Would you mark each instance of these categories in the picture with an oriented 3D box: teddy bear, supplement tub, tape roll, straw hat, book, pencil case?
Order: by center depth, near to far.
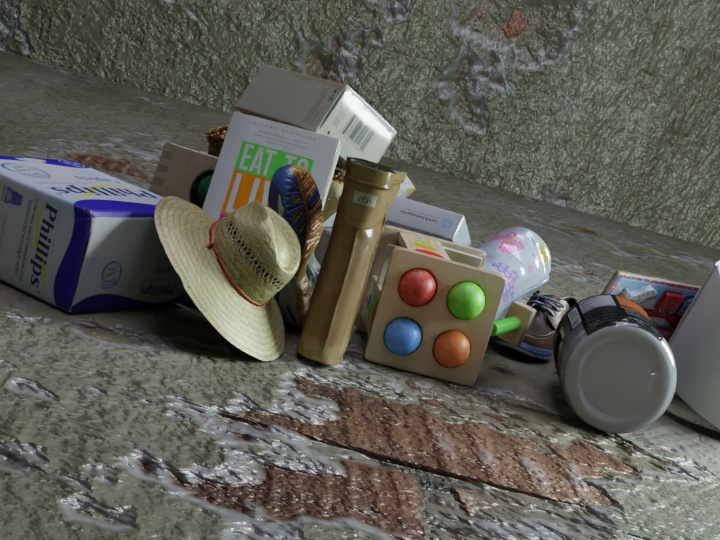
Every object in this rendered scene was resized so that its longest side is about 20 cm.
[{"bbox_3d":[-0.106,-0.016,1.372,0.201,0.085,0.202,46,19,-21],"label":"straw hat"},{"bbox_3d":[0.274,0.096,1.525,0.121,0.124,0.200,16,10,2],"label":"supplement tub"},{"bbox_3d":[-0.113,-0.068,1.595,0.132,0.202,0.048,15,-10,2],"label":"book"},{"bbox_3d":[0.470,0.099,1.622,0.201,0.140,0.203,21,25,-10],"label":"tape roll"},{"bbox_3d":[0.158,0.017,1.701,0.090,0.084,0.200,23,35,23],"label":"pencil case"},{"bbox_3d":[-0.100,-0.140,1.731,0.144,0.067,0.199,25,-7,-40],"label":"teddy bear"}]

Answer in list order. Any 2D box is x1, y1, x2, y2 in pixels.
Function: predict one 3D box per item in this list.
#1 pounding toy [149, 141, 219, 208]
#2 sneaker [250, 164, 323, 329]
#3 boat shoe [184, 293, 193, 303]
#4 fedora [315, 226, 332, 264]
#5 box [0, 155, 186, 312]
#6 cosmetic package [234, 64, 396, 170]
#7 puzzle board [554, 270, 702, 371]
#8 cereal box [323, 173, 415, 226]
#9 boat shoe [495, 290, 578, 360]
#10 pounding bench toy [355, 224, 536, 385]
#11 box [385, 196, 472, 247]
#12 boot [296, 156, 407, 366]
[{"bbox_3d":[-0.188,-0.062,1.685,0.182,0.143,0.200,17,-4,6],"label":"pounding toy"},{"bbox_3d":[-0.089,-0.026,1.479,0.088,0.202,0.075,18,40,27],"label":"sneaker"},{"bbox_3d":[-0.192,-0.009,1.522,0.199,0.071,0.070,22,11,25],"label":"boat shoe"},{"bbox_3d":[0.000,0.000,1.696,0.198,0.091,0.177,15,10,-5],"label":"fedora"},{"bbox_3d":[-0.297,-0.041,1.430,0.199,0.106,0.183,22,13,28],"label":"box"},{"bbox_3d":[-0.058,-0.187,1.727,0.103,0.073,0.199,40,-9,-37],"label":"cosmetic package"},{"bbox_3d":[0.347,0.076,1.689,0.199,0.151,0.017,9,32,-34],"label":"puzzle board"},{"bbox_3d":[-0.016,-0.087,2.015,0.040,0.144,0.200,55,23,11],"label":"cereal box"},{"bbox_3d":[0.227,0.064,1.756,0.072,0.073,0.200,21,12,20],"label":"boat shoe"},{"bbox_3d":[0.109,0.047,1.523,0.198,0.125,0.156,15,10,-8],"label":"pounding bench toy"},{"bbox_3d":[0.071,-0.025,1.783,0.155,0.041,0.200,18,-25,21],"label":"box"},{"bbox_3d":[-0.014,-0.015,1.453,0.066,0.202,0.175,16,8,7],"label":"boot"}]
